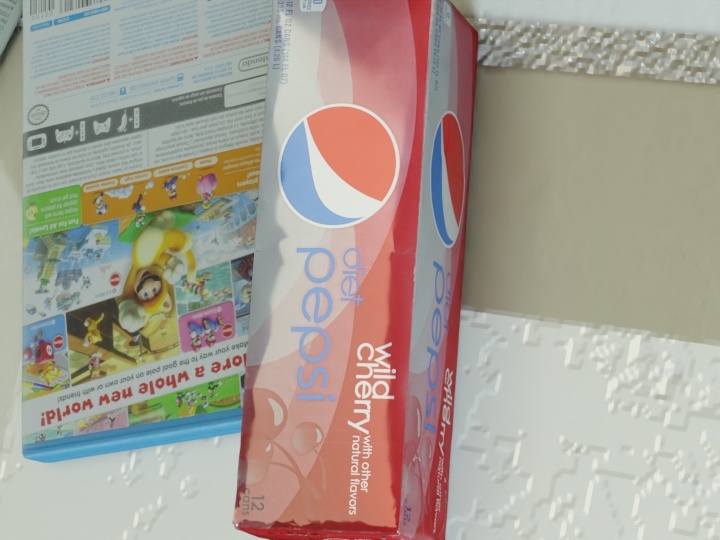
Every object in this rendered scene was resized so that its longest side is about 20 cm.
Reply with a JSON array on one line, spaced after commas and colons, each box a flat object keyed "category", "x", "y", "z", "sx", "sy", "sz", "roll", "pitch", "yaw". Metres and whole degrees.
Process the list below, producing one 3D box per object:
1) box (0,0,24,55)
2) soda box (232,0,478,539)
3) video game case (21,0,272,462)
[{"category": "box", "x": -0.218, "y": -0.065, "z": 1.253, "sx": 0.068, "sy": 0.082, "sz": 0.200, "roll": 34, "pitch": 98, "yaw": 35}, {"category": "soda box", "x": 0.000, "y": 0.000, "z": 1.083, "sx": 0.063, "sy": 0.070, "sz": 0.200, "roll": 0, "pitch": 80, "yaw": 16}, {"category": "video game case", "x": -0.075, "y": -0.032, "z": 1.183, "sx": 0.143, "sy": 0.018, "sz": 0.200, "roll": -11, "pitch": 73, "yaw": 32}]
